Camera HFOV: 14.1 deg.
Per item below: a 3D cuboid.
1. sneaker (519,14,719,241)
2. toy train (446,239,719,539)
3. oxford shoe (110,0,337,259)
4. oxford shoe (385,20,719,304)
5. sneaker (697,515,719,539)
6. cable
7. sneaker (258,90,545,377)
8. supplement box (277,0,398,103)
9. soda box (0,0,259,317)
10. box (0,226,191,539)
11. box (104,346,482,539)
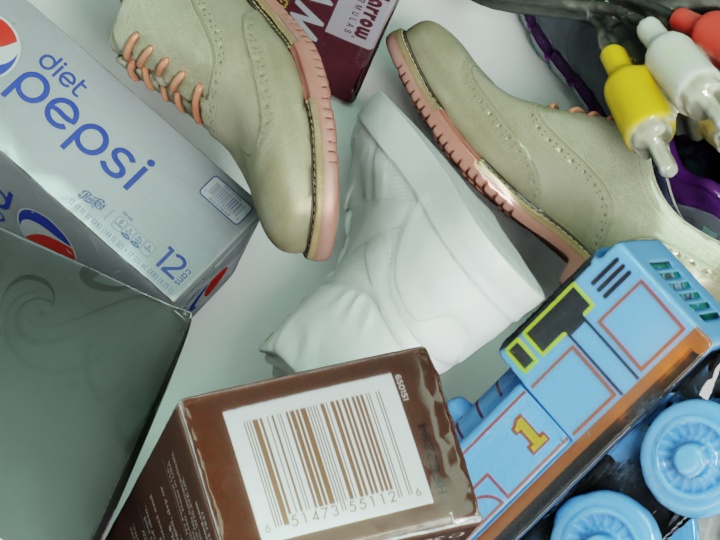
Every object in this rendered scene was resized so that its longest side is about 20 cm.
[{"bbox_3d":[0.134,-0.097,1.305,0.074,0.088,0.201,-18,72,-22],"label":"sneaker"},{"bbox_3d":[0.083,0.083,1.163,0.200,0.087,0.114,-46,75,16],"label":"toy train"},{"bbox_3d":[-0.062,-0.080,1.190,0.073,0.071,0.200,-9,49,-19],"label":"oxford shoe"},{"bbox_3d":[0.092,-0.045,1.263,0.074,0.071,0.200,-45,76,8],"label":"oxford shoe"},{"bbox_3d":[0.181,0.093,1.228,0.199,0.067,0.091,20,40,14],"label":"sneaker"},{"bbox_3d":[0.116,-0.115,1.255,0.097,0.050,0.200,-34,50,-9],"label":"cable"},{"bbox_3d":[0.000,0.000,1.211,0.116,0.200,0.074,-43,110,7],"label":"sneaker"},{"bbox_3d":[0.016,-0.188,1.304,0.061,0.109,0.201,23,62,-2],"label":"supplement box"},{"bbox_3d":[-0.138,-0.057,1.225,0.200,0.068,0.063,41,62,6],"label":"soda box"},{"bbox_3d":[-0.175,0.091,1.116,0.148,0.124,0.201,25,62,-3],"label":"box"},{"bbox_3d":[-0.034,0.105,1.105,0.100,0.200,0.075,-12,72,-19],"label":"box"}]
